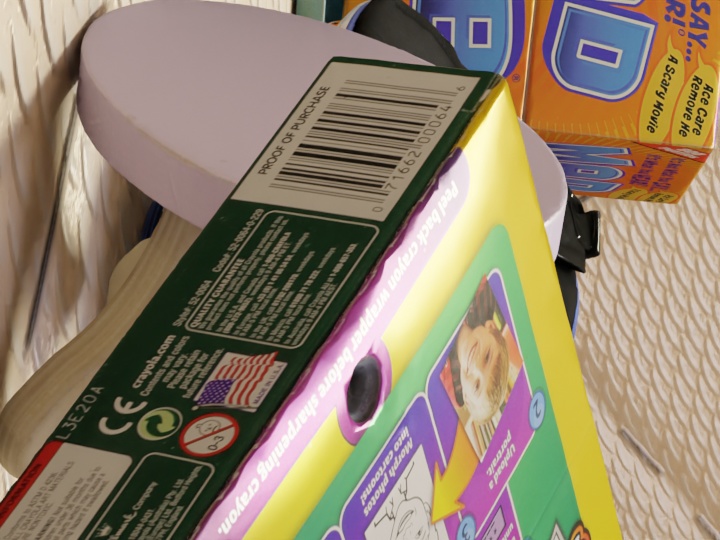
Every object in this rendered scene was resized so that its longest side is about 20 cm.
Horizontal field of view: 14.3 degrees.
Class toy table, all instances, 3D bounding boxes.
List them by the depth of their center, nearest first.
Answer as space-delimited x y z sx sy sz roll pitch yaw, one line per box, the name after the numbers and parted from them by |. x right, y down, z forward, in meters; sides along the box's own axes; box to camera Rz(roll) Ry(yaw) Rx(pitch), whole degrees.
-0.023 0.002 0.898 0.200 0.183 0.118 -129 -137 -57 | toy table

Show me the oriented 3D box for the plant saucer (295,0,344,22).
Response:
-0.024 -0.091 1.511 0.070 0.019 0.201 -75 172 -46 | plant saucer

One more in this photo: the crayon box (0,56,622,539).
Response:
-0.009 0.076 0.723 0.200 0.058 0.173 -55 142 -39 | crayon box

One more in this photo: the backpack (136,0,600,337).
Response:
0.000 0.000 1.089 0.201 0.153 0.191 -84 154 -50 | backpack

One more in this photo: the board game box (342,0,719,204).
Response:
0.095 -0.158 1.571 0.200 0.199 0.201 82 15 -83 | board game box
